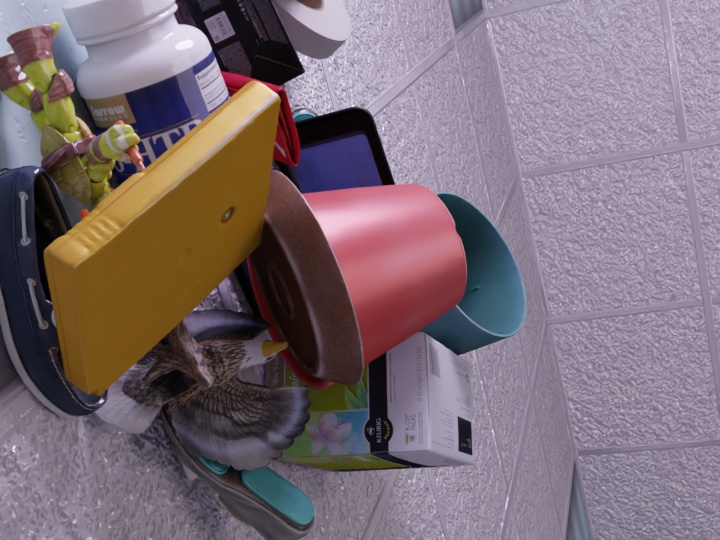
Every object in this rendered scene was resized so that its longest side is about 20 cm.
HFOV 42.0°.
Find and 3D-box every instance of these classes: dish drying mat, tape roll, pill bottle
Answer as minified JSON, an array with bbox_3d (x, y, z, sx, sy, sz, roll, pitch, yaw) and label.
[{"bbox_3d":[-0.127,-0.151,0.880,0.018,0.200,0.077,-35,127,-27],"label":"dish drying mat"},{"bbox_3d":[-0.093,-0.342,1.118,0.203,0.037,0.203,36,31,-26],"label":"tape roll"},{"bbox_3d":[-0.175,-0.147,0.814,0.120,0.119,0.200,-67,143,-56],"label":"pill bottle"}]

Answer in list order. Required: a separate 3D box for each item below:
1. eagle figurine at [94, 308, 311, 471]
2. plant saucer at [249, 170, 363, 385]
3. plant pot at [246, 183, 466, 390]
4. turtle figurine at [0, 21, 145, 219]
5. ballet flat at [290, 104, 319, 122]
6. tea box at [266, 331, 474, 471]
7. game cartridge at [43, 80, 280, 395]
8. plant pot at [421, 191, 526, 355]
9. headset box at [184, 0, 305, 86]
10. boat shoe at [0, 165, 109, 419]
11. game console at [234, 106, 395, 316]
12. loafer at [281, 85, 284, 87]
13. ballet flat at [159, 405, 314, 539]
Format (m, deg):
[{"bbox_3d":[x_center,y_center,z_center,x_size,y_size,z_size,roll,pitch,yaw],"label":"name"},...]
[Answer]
[{"bbox_3d":[-0.129,0.088,0.826,0.200,0.151,0.152,66,41,-71],"label":"eagle figurine"},{"bbox_3d":[-0.057,0.013,0.815,0.200,0.034,0.201,56,-20,32],"label":"plant saucer"},{"bbox_3d":[0.000,0.000,0.973,0.200,0.177,0.201,46,-34,44],"label":"plant pot"},{"bbox_3d":[-0.218,-0.092,0.703,0.064,0.200,0.162,-31,97,-23],"label":"turtle figurine"},{"bbox_3d":[-0.083,-0.100,1.120,0.072,0.072,0.201,-42,142,-67],"label":"ballet flat"},{"bbox_3d":[0.015,0.162,1.103,0.200,0.196,0.134,38,47,-65],"label":"tea box"},{"bbox_3d":[-0.135,-0.018,0.664,0.200,0.032,0.176,-46,164,-34],"label":"game cartridge"},{"bbox_3d":[0.088,0.026,1.202,0.200,0.161,0.201,30,43,-33],"label":"plant pot"},{"bbox_3d":[-0.132,-0.265,0.942,0.149,0.075,0.200,64,-2,-24],"label":"headset box"},{"bbox_3d":[-0.224,0.019,0.694,0.075,0.062,0.201,-49,127,-65],"label":"boat shoe"},{"bbox_3d":[-0.054,-0.056,1.035,0.176,0.116,0.200,-44,127,-35],"label":"game console"},{"bbox_3d":[-0.123,-0.246,1.102,0.070,0.068,0.201,119,-29,-51],"label":"loafer"},{"bbox_3d":[-0.129,0.189,0.878,0.200,0.064,0.067,45,31,-13],"label":"ballet flat"}]
